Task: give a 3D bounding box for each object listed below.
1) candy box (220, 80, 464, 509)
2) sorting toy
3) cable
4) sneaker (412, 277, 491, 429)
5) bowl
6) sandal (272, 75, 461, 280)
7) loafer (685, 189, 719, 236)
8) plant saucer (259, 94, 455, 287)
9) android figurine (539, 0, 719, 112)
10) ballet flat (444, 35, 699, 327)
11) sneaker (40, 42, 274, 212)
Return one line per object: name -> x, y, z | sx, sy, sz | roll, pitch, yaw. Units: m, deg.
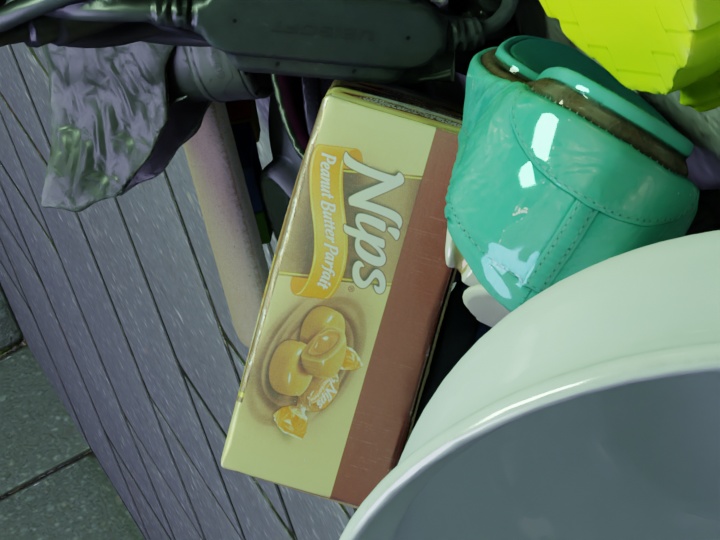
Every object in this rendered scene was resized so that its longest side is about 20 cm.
candy box -> 0.000, 0.000, 0.912 | 0.200, 0.055, 0.116 | -77, 3, -84
sorting toy -> -0.068, -0.092, 1.252 | 0.200, 0.036, 0.185 | -106, 2, -49
cable -> -0.050, -0.091, 0.916 | 0.163, 0.200, 0.051 | -132, 45, -81
sneaker -> 0.060, 0.050, 0.976 | 0.078, 0.066, 0.200 | 21, 175, 10
bowl -> 0.095, 0.055, 0.637 | 0.090, 0.201, 0.201 | -81, -19, -44
sandal -> -0.014, -0.083, 1.045 | 0.201, 0.048, 0.075 | 65, 169, -11
loafer -> 0.087, 0.020, 0.829 | 0.071, 0.073, 0.200 | 60, 180, -10
plant saucer -> 0.003, -0.006, 1.196 | 0.200, 0.050, 0.200 | 58, 168, 20
android figurine -> 0.054, -0.126, 0.676 | 0.200, 0.041, 0.182 | 65, 169, -11
ballet flat -> 0.047, -0.021, 0.745 | 0.067, 0.070, 0.200 | 32, -173, -1
sneaker -> -0.090, -0.126, 1.089 | 0.060, 0.104, 0.200 | -30, -67, -59
